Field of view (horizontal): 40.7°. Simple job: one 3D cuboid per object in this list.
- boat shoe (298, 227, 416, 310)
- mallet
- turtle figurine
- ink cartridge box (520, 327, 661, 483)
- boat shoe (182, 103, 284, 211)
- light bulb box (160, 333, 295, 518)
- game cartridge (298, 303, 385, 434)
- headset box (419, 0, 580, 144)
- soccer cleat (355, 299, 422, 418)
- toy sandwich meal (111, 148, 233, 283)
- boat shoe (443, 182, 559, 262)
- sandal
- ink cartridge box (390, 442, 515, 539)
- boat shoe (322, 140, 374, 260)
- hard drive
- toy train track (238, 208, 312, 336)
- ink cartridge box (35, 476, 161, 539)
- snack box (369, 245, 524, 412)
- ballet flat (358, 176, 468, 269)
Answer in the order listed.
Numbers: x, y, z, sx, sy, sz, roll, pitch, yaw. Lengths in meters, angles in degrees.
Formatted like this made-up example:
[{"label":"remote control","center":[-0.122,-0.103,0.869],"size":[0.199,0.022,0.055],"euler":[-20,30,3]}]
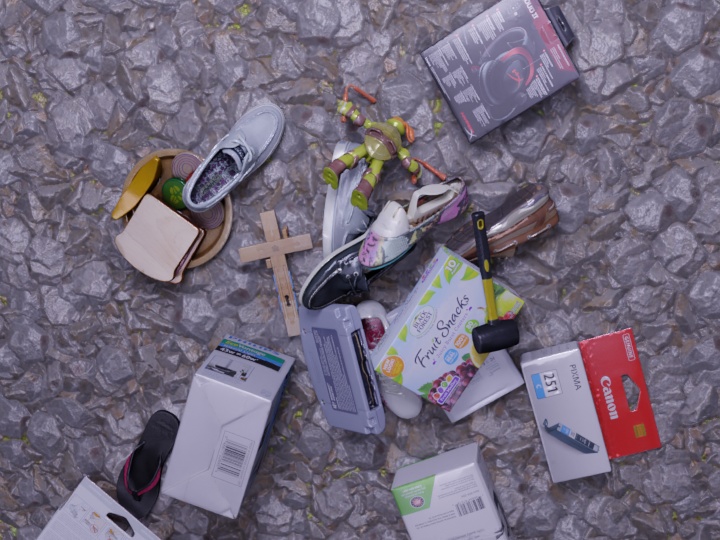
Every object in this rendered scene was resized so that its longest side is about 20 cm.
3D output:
[{"label":"boat shoe","center":[0.001,0.001,1.430],"size":[0.198,0.075,0.066],"euler":[-35,54,-15]},{"label":"mallet","center":[0.169,0.021,1.357],"size":[0.065,0.041,0.203],"euler":[-20,106,-8]},{"label":"turtle figurine","center":[0.029,-0.165,1.388],"size":[0.200,0.064,0.162],"euler":[43,63,-10]},{"label":"ink cartridge box","center":[0.351,0.206,1.473],"size":[0.173,0.045,0.203],"euler":[-15,100,13]},{"label":"boat shoe","center":[-0.183,-0.164,1.428],"size":[0.070,0.071,0.201],"euler":[43,88,-12]},{"label":"light bulb box","center":[-0.197,0.230,1.481],"size":[0.123,0.200,0.201],"euler":[19,105,2]},{"label":"game cartridge","center":[-0.033,0.146,1.483],"size":[0.132,0.041,0.204],"euler":[1,109,48]},{"label":"headset box","center":[0.204,-0.295,1.365],"size":[0.198,0.075,0.150],"euler":[-31,97,14]},{"label":"soccer cleat","center":[0.036,0.144,1.484],"size":[0.069,0.086,0.203],"euler":[-22,99,11]},{"label":"toy sandwich meal","center":[-0.293,-0.085,1.490],"size":[0.201,0.070,0.209],"euler":[2,103,8]},{"label":"boat shoe","center":[0.202,-0.046,1.423],"size":[0.198,0.076,0.072],"euler":[-31,111,25]},{"label":"sandal","center":[-0.357,0.325,1.606],"size":[0.074,0.045,0.203],"euler":[24,105,2]},{"label":"ink cartridge box","center":[0.152,0.395,1.525],"size":[0.143,0.084,0.203],"euler":[-20,99,13]},{"label":"boat shoe","center":[-0.014,-0.088,1.448],"size":[0.070,0.070,0.205],"euler":[8,101,10]},{"label":"hard drive","center":[0.145,0.118,1.477],"size":[0.131,0.025,0.202],"euler":[-30,105,11]},{"label":"toy train track","center":[-0.121,0.002,1.508],"size":[0.112,0.033,0.204],"euler":[-11,107,3]},{"label":"ink cartridge box","center":[-0.432,0.463,1.650],"size":[0.199,0.044,0.174],"euler":[40,105,-1]},{"label":"snack box","center":[0.124,0.086,1.415],"size":[0.141,0.053,0.202],"euler":[29,101,-17]},{"label":"ballet flat","center":[0.074,-0.079,1.394],"size":[0.198,0.069,0.072],"euler":[-32,139,-21]}]
